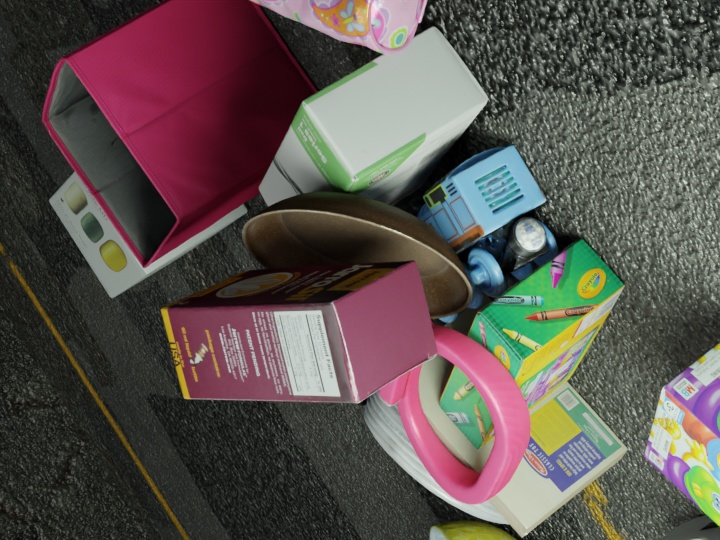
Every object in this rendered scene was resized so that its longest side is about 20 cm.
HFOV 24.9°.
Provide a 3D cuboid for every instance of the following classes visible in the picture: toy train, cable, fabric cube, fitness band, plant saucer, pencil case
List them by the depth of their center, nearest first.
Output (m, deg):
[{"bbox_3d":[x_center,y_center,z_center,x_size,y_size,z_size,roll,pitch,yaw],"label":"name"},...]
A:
[{"bbox_3d":[-0.039,-0.245,1.352,0.200,0.087,0.087,25,144,34],"label":"pencil case"},{"bbox_3d":[0.001,-0.017,1.364,0.200,0.037,0.200,14,158,6],"label":"plant saucer"},{"bbox_3d":[0.079,0.121,1.392,0.144,0.037,0.200,47,152,21],"label":"fitness band"},{"bbox_3d":[0.097,-0.029,1.418,0.114,0.087,0.200,62,157,3],"label":"toy train"},{"bbox_3d":[0.092,0.169,1.595,0.200,0.069,0.200,39,-167,27],"label":"cable"},{"bbox_3d":[-0.178,-0.153,1.649,0.200,0.199,0.196,55,159,2],"label":"fabric cube"}]

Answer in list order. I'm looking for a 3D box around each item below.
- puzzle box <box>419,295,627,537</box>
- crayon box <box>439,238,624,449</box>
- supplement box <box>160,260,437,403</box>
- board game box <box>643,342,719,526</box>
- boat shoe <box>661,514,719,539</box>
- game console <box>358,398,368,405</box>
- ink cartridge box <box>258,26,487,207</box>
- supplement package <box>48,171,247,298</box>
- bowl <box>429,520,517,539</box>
[{"bbox_3d":[0.132,0.132,1.499,0.200,0.133,0.025,49,154,18],"label":"puzzle box"},{"bbox_3d":[0.144,0.067,1.405,0.058,0.119,0.200,49,157,16],"label":"crayon box"},{"bbox_3d":[-0.052,0.051,1.339,0.200,0.110,0.086,-3,106,41],"label":"supplement box"},{"bbox_3d":[0.319,0.149,1.184,0.200,0.103,0.105,44,155,27],"label":"board game box"},{"bbox_3d":[0.317,0.242,1.353,0.068,0.074,0.199,60,158,2],"label":"boat shoe"},{"bbox_3d":[0.000,0.000,1.590,0.172,0.119,0.200,-44,37,43],"label":"game console"},{"bbox_3d":[0.005,-0.106,1.409,0.084,0.146,0.200,55,157,7],"label":"ink cartridge box"},{"bbox_3d":[-0.263,-0.079,1.983,0.152,0.151,0.200,58,158,-4],"label":"supplement package"},{"bbox_3d":[0.159,0.354,1.759,0.200,0.108,0.200,163,90,-80],"label":"bowl"}]
